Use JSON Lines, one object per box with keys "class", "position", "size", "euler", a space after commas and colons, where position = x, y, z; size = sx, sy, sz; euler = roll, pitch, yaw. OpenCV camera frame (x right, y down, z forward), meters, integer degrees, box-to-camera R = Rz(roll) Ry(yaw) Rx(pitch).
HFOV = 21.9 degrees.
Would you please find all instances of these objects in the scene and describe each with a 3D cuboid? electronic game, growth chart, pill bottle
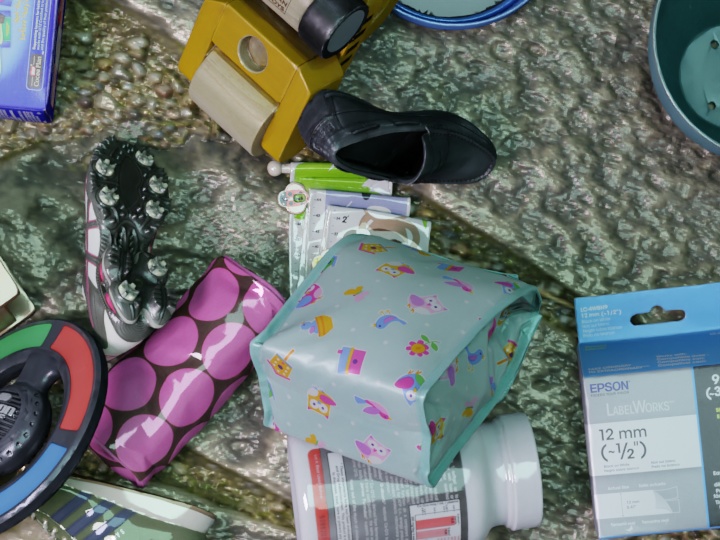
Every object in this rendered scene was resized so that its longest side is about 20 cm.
{"class": "electronic game", "position": [-0.282, 0.125, 1.489], "size": [0.200, 0.200, 0.042], "euler": [-51, 129, -8]}
{"class": "growth chart", "position": [0.000, 0.000, 1.596], "size": [0.143, 0.018, 0.202], "euler": [-5, 84, -6]}
{"class": "pill bottle", "position": [0.044, 0.175, 1.526], "size": [0.198, 0.116, 0.117], "euler": [-6, 83, -5]}

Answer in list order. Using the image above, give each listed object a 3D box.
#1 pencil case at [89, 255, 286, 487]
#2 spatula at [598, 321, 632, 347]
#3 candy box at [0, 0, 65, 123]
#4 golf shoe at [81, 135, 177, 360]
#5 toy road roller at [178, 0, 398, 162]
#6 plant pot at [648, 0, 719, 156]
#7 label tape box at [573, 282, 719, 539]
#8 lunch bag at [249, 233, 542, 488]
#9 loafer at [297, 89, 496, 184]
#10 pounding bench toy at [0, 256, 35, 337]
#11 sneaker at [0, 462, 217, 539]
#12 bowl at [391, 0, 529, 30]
{"class": "pencil case", "position": [-0.150, 0.078, 1.544], "size": [0.200, 0.091, 0.094], "euler": [-45, 54, -10]}
{"class": "spatula", "position": [0.273, 0.122, 1.597], "size": [0.056, 0.021, 0.200], "euler": [-42, 86, -2]}
{"class": "candy box", "position": [-0.352, -0.219, 1.569], "size": [0.198, 0.077, 0.171], "euler": [6, 83, -4]}
{"class": "golf shoe", "position": [-0.205, -0.022, 1.544], "size": [0.077, 0.088, 0.201], "euler": [18, 47, -28]}
{"class": "toy road roller", "position": [-0.048, -0.205, 1.562], "size": [0.123, 0.201, 0.146], "euler": [42, 41, 14]}
{"class": "plant pot", "position": [0.332, -0.179, 1.584], "size": [0.198, 0.135, 0.202], "euler": [1, 82, -4]}
{"class": "label tape box", "position": [0.257, 0.116, 1.556], "size": [0.142, 0.066, 0.202], "euler": [-6, 90, 6]}
{"class": "lunch bag", "position": [0.033, 0.057, 1.493], "size": [0.169, 0.123, 0.200], "euler": [16, 43, 26]}
{"class": "loafer", "position": [0.037, -0.097, 1.546], "size": [0.199, 0.068, 0.071], "euler": [10, 37, -39]}
{"class": "pounding bench toy", "position": [-0.382, 0.031, 1.494], "size": [0.199, 0.156, 0.125], "euler": [-35, 86, -7]}
{"class": "sneaker", "position": [-0.224, 0.216, 1.526], "size": [0.198, 0.067, 0.091], "euler": [15, 83, -1]}
{"class": "bowl", "position": [0.078, -0.307, 1.630], "size": [0.199, 0.039, 0.203], "euler": [1, 83, -4]}
